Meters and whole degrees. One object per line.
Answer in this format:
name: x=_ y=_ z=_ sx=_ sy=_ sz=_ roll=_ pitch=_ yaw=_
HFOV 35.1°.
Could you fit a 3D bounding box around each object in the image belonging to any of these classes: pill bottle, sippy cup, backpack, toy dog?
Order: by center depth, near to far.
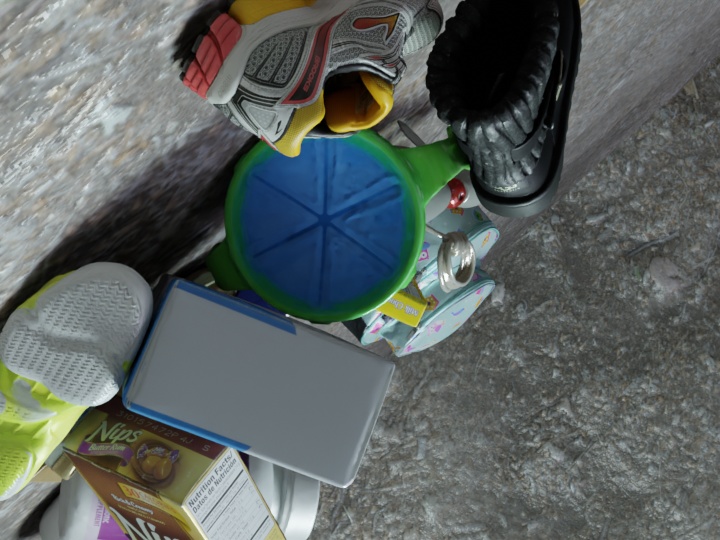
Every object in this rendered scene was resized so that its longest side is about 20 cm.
sippy cup: x=-0.015 y=-0.043 z=0.804 sx=0.130 sy=0.177 sz=0.141 roll=-52 pitch=151 yaw=-76
pill bottle: x=-0.139 y=0.174 z=0.928 sx=0.199 sy=0.113 sz=0.112 roll=7 pitch=150 yaw=-18
toy dog: x=0.030 y=-0.065 z=0.973 sx=0.200 sy=0.096 sz=0.133 roll=22 pitch=83 yaw=-59
backpack: x=0.071 y=-0.002 z=1.313 sx=0.200 sy=0.153 sz=0.176 roll=-51 pitch=165 yaw=11

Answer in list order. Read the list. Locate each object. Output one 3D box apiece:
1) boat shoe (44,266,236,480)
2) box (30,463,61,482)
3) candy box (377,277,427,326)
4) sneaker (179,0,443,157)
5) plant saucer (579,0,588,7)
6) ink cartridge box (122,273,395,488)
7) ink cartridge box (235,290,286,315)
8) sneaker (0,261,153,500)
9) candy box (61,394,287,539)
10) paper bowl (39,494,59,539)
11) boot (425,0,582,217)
boat shoe: x=-0.163 y=0.080 z=0.867 sx=0.200 sy=0.076 sz=0.072 roll=-41 pitch=170 yaw=-17
box: x=-0.207 y=0.117 z=1.033 sx=0.200 sy=0.021 sz=0.164 roll=-42 pitch=171 yaw=-6
candy box: x=0.000 y=0.000 z=0.974 sx=0.200 sy=0.102 sz=0.027 roll=-99 pitch=-148 yaw=-82
sneaker: x=-0.010 y=-0.110 z=0.619 sx=0.200 sy=0.082 sz=0.078 roll=-35 pitch=168 yaw=-49
plant saucer: x=0.160 y=-0.242 z=0.907 sx=0.200 sy=0.035 sz=0.200 roll=-42 pitch=171 yaw=-8
ink cartridge box: x=-0.077 y=0.064 z=0.752 sx=0.200 sy=0.144 sz=0.085 roll=180 pitch=-68 yaw=-77
ink cartridge box: x=-0.102 y=0.069 z=0.975 sx=0.094 sy=0.044 sz=0.200 roll=-78 pitch=-170 yaw=-45
sneaker: x=-0.187 y=0.054 z=0.716 sx=0.200 sy=0.076 sz=0.105 roll=-44 pitch=-172 yaw=24
candy box: x=-0.112 y=0.180 z=0.788 sx=0.057 sy=0.116 sz=0.201 roll=-50 pitch=138 yaw=-31
paper bowl: x=-0.265 y=0.268 z=1.232 sx=0.201 sy=0.104 sz=0.201 roll=-42 pitch=172 yaw=-7
boot: x=0.095 y=-0.152 z=0.723 sx=0.079 sy=0.212 sz=0.158 roll=-5 pitch=158 yaw=16
